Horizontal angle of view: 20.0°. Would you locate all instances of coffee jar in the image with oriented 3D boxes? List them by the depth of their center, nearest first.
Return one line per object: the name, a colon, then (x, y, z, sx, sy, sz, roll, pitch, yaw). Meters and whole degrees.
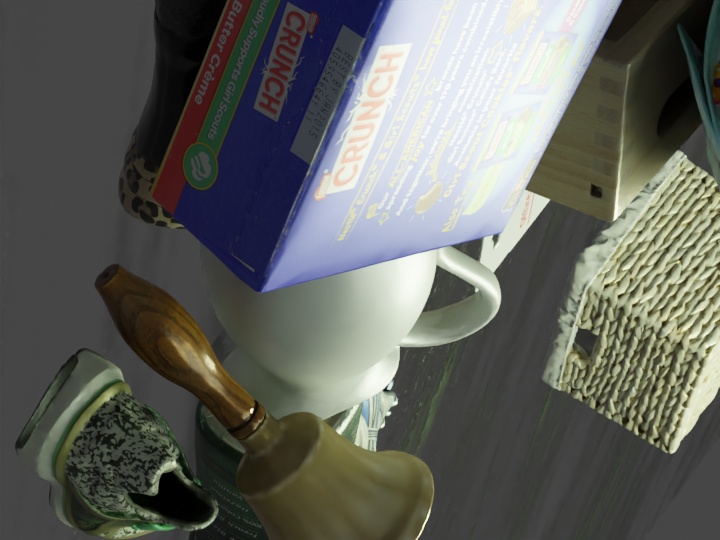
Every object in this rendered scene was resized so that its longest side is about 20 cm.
coffee jar: (-0.055, 0.132, 1.254, 0.104, 0.085, 0.201, -51, 161, -36)

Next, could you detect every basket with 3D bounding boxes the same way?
basket: (0.297, 0.034, 1.982, 0.200, 0.160, 0.199, -47, 161, -30)

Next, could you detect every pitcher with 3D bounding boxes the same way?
pitcher: (0.000, 0.000, 1.076, 0.170, 0.122, 0.201, -16, 153, -12)

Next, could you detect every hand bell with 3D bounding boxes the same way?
hand bell: (-0.063, 0.069, 1.014, 0.104, 0.200, 0.104, -32, -153, 19)

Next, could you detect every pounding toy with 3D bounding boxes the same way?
pounding toy: (0.087, -0.108, 1.129, 0.200, 0.183, 0.143, -44, 146, -41)

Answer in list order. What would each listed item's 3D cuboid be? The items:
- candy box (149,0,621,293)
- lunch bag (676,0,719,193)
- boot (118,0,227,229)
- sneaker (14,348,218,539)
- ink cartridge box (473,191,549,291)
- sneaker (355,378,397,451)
candy box: (0.021, -0.091, 0.870, 0.199, 0.077, 0.170, -14, 136, -56)
lunch bag: (0.238, -0.099, 1.081, 0.201, 0.121, 0.171, -66, 156, -17)
boot: (-0.031, -0.111, 0.924, 0.200, 0.073, 0.151, -33, 149, -48)
sneaker: (-0.112, 0.113, 1.046, 0.077, 0.088, 0.200, -51, 162, -9)
ink cartridge box: (0.108, -0.097, 1.361, 0.200, 0.066, 0.116, -51, 162, -28)
sneaker: (-0.008, 0.104, 1.366, 0.085, 0.077, 0.201, -54, 164, -29)
